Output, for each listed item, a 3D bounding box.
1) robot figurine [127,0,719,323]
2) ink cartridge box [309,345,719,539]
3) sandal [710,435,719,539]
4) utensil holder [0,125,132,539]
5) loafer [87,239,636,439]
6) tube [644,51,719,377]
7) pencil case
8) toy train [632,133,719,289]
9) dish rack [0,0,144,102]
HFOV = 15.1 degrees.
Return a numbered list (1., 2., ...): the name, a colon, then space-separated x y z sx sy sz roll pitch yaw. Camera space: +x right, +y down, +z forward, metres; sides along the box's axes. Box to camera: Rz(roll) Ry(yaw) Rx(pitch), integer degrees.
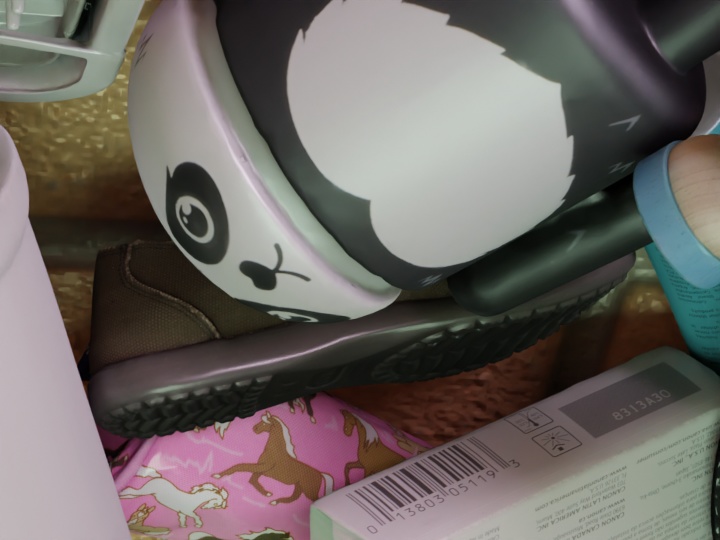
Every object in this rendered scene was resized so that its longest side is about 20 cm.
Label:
1. robot figurine: 0.024 -0.065 0.815 0.200 0.150 0.125 -29 171 20
2. ink cartridge box: 0.060 0.142 0.983 0.161 0.050 0.200 -22 130 -29
3. sandal: 0.157 0.065 0.931 0.075 0.048 0.201 -7 124 4
4. utensil holder: -0.161 0.072 0.853 0.170 0.170 0.200 -12 119 5
5. loafer: 0.000 0.000 0.911 0.200 0.071 0.073 -11 165 -23
6. tube: 0.136 -0.001 0.955 0.077 0.050 0.200 -18 139 14
7. pencil case: -0.015 0.087 0.994 0.200 0.087 0.083 26 89 -29
8. toy train: 0.173 0.020 0.760 0.116 0.085 0.200 -31 100 33
9. dish rack: -0.144 -0.102 0.767 0.171 0.044 0.200 6 165 -12
